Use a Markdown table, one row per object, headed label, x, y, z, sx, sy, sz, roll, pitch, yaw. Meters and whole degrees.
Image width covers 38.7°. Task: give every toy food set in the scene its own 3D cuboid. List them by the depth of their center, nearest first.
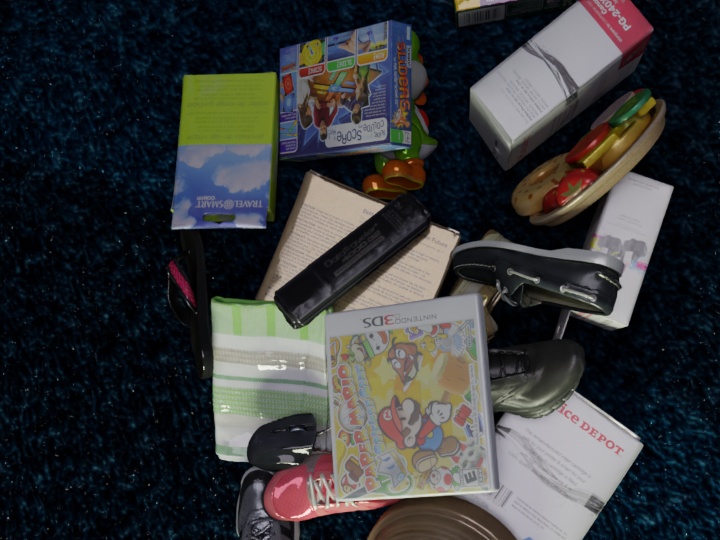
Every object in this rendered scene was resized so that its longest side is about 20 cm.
| label | x | y | z | sx | sy | sz | roll | pitch | yaw |
| --- | --- | --- | --- | --- | --- | --- | --- | --- | --- |
| toy food set | 0.255 | -0.126 | 1.129 | 0.198 | 0.200 | 0.049 | -44 | 95 | 3 |

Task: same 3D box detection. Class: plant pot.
| label | x | y | z | sx | sy | sz | roll | pitch | yaw |
| --- | --- | --- | --- | --- | --- | --- | --- | --- | --- |
| plant pot | 0.082 | 0.351 | 1.095 | 0.198 | 0.093 | 0.204 | 10 | 115 | 22 |

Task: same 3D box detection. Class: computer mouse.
| label | x | y | z | sx | sy | sz | roll | pitch | yaw |
| --- | --- | --- | --- | --- | --- | --- | --- | --- | --- |
| computer mouse | -0.043 | 0.172 | 1.139 | 0.198 | 0.034 | 0.059 | -24 | 40 | 14 |

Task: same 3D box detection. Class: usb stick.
| label | x | y | z | sx | sy | sz | roll | pitch | yaw |
| --- | --- | --- | --- | --- | --- | --- | --- | --- | --- |
| usb stick | -0.009 | -0.012 | 1.134 | 0.199 | 0.033 | 0.056 | -38 | 62 | -9 |

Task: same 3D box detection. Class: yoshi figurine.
| label | x | y | z | sx | sy | sz | roll | pitch | yaw |
| --- | --- | --- | --- | --- | --- | --- | --- | --- | --- |
| yoshi figurine | 0.027 | -0.194 | 1.208 | 0.111 | 0.112 | 0.203 | -2 | 75 | 16 |

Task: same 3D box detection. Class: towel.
| label | x | y | z | sx | sy | sz | roll | pitch | yaw |
| --- | --- | --- | --- | --- | --- | --- | --- | --- | --- |
| towel | -0.102 | 0.132 | 1.179 | 0.147 | 0.031 | 0.203 | 2 | 110 | 7 |

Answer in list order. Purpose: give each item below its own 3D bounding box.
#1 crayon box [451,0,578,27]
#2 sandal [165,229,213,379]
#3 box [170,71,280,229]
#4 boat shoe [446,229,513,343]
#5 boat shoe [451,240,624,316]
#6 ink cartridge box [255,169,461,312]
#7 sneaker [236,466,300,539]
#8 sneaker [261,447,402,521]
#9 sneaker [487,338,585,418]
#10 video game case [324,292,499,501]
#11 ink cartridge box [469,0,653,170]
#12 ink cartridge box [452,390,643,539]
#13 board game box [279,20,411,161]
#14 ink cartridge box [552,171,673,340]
| label | x | y | z | sx | sy | sz | roll | pitch | yaw |
| --- | --- | --- | --- | --- | --- | --- | --- | --- | --- |
| crayon box | 0.199 | -0.402 | 1.237 | 0.197 | 0.058 | 0.176 | -8 | 81 | 5 |
| sandal | -0.203 | 0.030 | 1.197 | 0.044 | 0.075 | 0.203 | -2 | 60 | -15 |
| box | -0.160 | -0.138 | 1.234 | 0.120 | 0.048 | 0.203 | -1 | 72 | 6 |
| boat shoe | 0.129 | 0.053 | 1.181 | 0.066 | 0.074 | 0.202 | 28 | 87 | 14 |
| boat shoe | 0.179 | 0.010 | 1.091 | 0.198 | 0.075 | 0.061 | 3 | 70 | 39 |
| ink cartridge box | 0.000 | 0.000 | 1.202 | 0.198 | 0.075 | 0.167 | 23 | 86 | 9 |
| sneaker | -0.110 | 0.325 | 1.156 | 0.074 | 0.114 | 0.204 | -6 | 82 | 5 |
| sneaker | -0.013 | 0.234 | 1.144 | 0.197 | 0.087 | 0.075 | -11 | 92 | -12 |
| sneaker | 0.144 | 0.116 | 1.094 | 0.198 | 0.091 | 0.077 | -24 | 47 | 29 |
| video game case | 0.050 | 0.135 | 1.079 | 0.179 | 0.023 | 0.203 | -9 | 79 | 23 |
| ink cartridge box | 0.221 | -0.218 | 1.167 | 0.199 | 0.145 | 0.084 | -38 | 81 | 1 |
| ink cartridge box | 0.199 | 0.231 | 1.146 | 0.144 | 0.084 | 0.201 | 35 | 88 | 9 |
| board game box | -0.022 | -0.201 | 1.181 | 0.198 | 0.034 | 0.138 | 1 | 90 | 48 |
| ink cartridge box | 0.279 | 0.000 | 1.150 | 0.067 | 0.115 | 0.203 | 19 | 87 | 8 |
